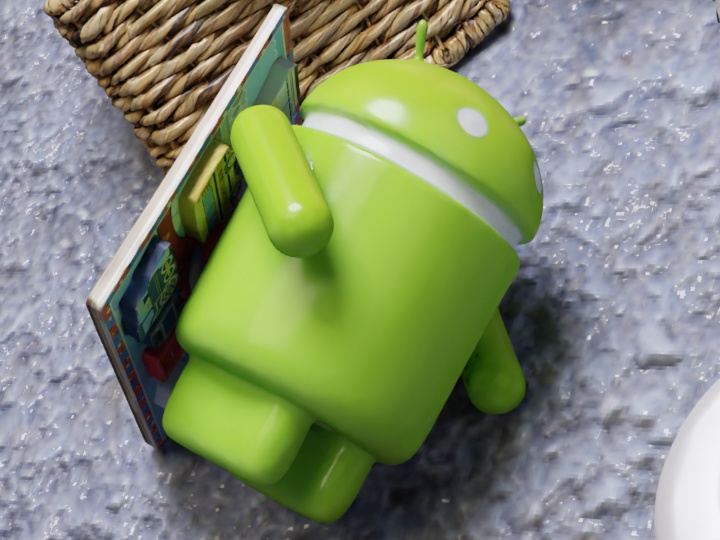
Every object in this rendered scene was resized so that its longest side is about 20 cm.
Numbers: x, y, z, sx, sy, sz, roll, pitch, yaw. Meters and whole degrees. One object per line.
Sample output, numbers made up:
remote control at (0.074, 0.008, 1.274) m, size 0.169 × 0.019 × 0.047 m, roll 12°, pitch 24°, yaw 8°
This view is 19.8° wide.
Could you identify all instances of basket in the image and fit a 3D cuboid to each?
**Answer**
basket at (-0.043, -0.142, 1.082) m, size 0.200 × 0.149 × 0.143 m, roll -37°, pitch 11°, yaw 5°

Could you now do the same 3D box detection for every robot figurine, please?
robot figurine at (0.000, 0.000, 0.864) m, size 0.115 × 0.175 × 0.201 m, roll 20°, pitch 77°, yaw 47°

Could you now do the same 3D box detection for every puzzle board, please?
puzzle board at (-0.062, -0.010, 0.916) m, size 0.017 × 0.200 × 0.151 m, roll 28°, pitch 72°, yaw 11°

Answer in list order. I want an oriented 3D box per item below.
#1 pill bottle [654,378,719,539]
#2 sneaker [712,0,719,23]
pill bottle at (0.176, 0.111, 0.637) m, size 0.112 × 0.200 × 0.113 m, roll -19°, pitch 48°, yaw 22°
sneaker at (0.233, -0.178, 0.914) m, size 0.200 × 0.078 × 0.080 m, roll -46°, pitch 53°, yaw -4°
